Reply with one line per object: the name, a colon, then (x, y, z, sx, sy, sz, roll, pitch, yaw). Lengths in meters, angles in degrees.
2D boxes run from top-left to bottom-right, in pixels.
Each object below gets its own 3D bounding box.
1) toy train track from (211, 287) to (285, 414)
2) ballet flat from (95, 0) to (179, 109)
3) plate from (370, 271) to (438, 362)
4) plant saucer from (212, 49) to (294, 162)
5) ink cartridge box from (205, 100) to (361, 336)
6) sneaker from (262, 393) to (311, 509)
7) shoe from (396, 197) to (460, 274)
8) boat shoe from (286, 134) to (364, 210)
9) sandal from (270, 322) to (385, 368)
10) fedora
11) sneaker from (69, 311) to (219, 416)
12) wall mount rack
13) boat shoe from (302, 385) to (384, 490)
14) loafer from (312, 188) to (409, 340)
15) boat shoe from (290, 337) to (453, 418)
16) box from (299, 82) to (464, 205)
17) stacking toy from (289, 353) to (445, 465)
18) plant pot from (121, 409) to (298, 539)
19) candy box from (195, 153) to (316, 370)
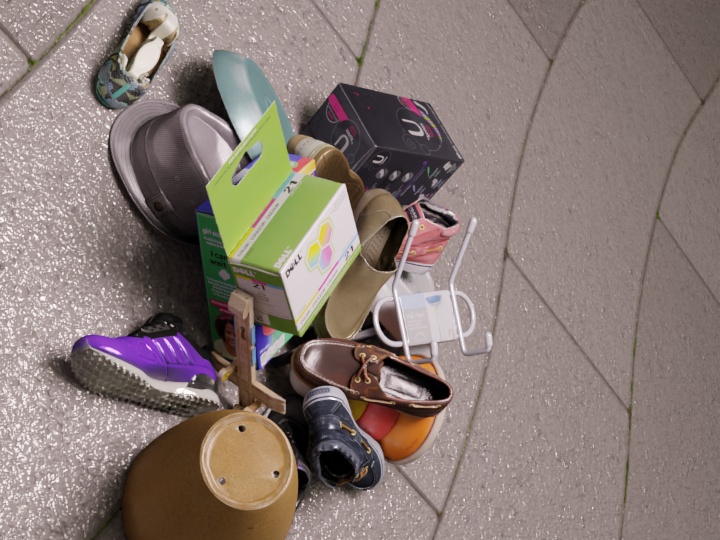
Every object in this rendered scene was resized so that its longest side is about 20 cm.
toy train track: (-0.137, 0.106, 1.296, 0.032, 0.114, 0.202, -39, 147, -37)
ballet flat: (-0.255, -0.275, 1.404, 0.074, 0.074, 0.202, 41, 46, -29)
plate: (0.053, 0.015, 1.586, 0.200, 0.032, 0.201, 48, 25, -31)
plant saucer: (-0.125, -0.196, 1.469, 0.201, 0.036, 0.202, -90, 154, -66)
ink cartridge box: (-0.080, -0.053, 1.242, 0.149, 0.075, 0.202, -56, 149, -34)
sneaker: (-0.082, 0.229, 1.351, 0.076, 0.087, 0.202, 42, 45, -27)
shoe: (0.040, -0.054, 1.489, 0.198, 0.091, 0.072, 10, 40, -41)
boat shoe: (-0.046, -0.114, 1.477, 0.074, 0.066, 0.201, -48, 157, -14)
sandal: (-0.039, 0.081, 1.483, 0.198, 0.075, 0.046, -12, 79, -48)
fedora: (-0.197, -0.129, 1.383, 0.177, 0.090, 0.202, -39, 102, -50)
sneaker: (-0.235, 0.089, 1.261, 0.199, 0.069, 0.101, 30, 50, -47)
wall mount rack: (0.101, 0.027, 1.474, 0.198, 0.074, 0.177, -4, 82, -46)
boat shoe: (-0.020, 0.232, 1.386, 0.201, 0.070, 0.092, 62, 16, -45)
loafer: (0.000, 0.000, 1.405, 0.075, 0.067, 0.203, 15, 98, -35)
boat shoe: (0.017, 0.124, 1.380, 0.197, 0.070, 0.072, 16, 72, -12)
box: (0.032, -0.174, 1.631, 0.198, 0.106, 0.123, 2, 50, -48)
stacking toy: (-0.001, 0.152, 1.452, 0.198, 0.145, 0.148, 23, 56, -31)
plant pot: (-0.135, 0.216, 1.161, 0.183, 0.200, 0.189, 8, 64, -17)
candy box: (-0.114, -0.016, 1.368, 0.169, 0.076, 0.203, -47, 140, -48)
